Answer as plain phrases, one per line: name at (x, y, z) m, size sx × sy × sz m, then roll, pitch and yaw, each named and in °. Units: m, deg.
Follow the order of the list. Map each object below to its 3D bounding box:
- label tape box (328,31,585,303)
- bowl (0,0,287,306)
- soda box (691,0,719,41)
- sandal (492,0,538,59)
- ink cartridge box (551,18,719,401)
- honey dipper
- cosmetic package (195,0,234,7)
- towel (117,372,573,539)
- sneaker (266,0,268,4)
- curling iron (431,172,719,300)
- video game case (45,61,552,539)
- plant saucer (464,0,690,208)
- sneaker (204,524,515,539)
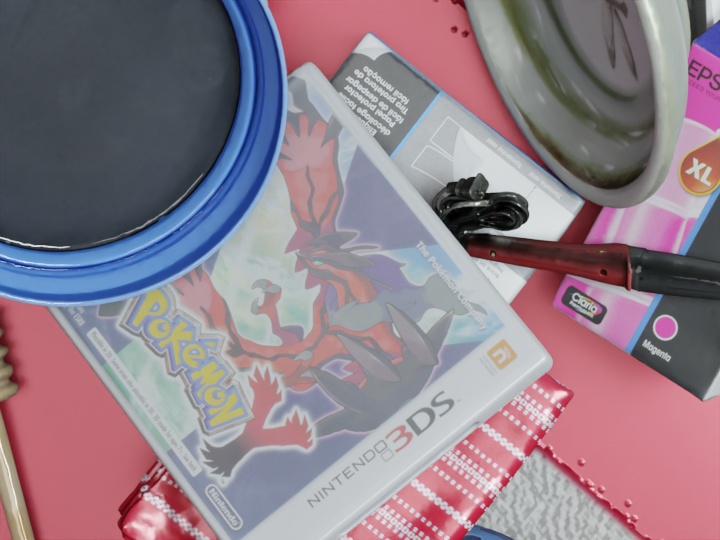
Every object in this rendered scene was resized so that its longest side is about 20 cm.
label tape box at (0.000, 0.000, 1.454) m, size 0.144 × 0.063 × 0.200 m, roll 38°, pitch 92°, yaw -1°
bowl at (-0.134, -0.081, 1.334) m, size 0.200 × 0.039 × 0.201 m, roll -7°, pitch 116°, yaw -16°
soda box at (0.205, -0.095, 1.448) m, size 0.063 × 0.068 × 0.201 m, roll -2°, pitch 93°, yaw 0°
sandal at (0.112, -0.205, 1.445) m, size 0.079 × 0.057 × 0.202 m, roll 7°, pitch 95°, yaw 4°
ink cartridge box at (0.183, -0.044, 1.398) m, size 0.095 × 0.037 × 0.201 m, roll 32°, pitch 103°, yaw 17°
honey dipper at (-0.184, 0.121, 1.476) m, size 0.038 × 0.038 × 0.201 m, roll -13°, pitch 97°, yaw 0°
cosmetic package at (-0.138, -0.204, 1.405) m, size 0.199 × 0.085 × 0.108 m, roll 10°, pitch 106°, yaw 13°
towel at (-0.009, 0.094, 1.403) m, size 0.144 × 0.022 × 0.200 m, roll 39°, pitch 87°, yaw 2°
sneaker at (-0.118, -0.077, 1.438) m, size 0.076 × 0.088 × 0.200 m, roll 39°, pitch 91°, yaw 0°
curling iron at (0.127, -0.006, 1.383) m, size 0.199 × 0.050 × 0.026 m, roll 15°, pitch 60°, yaw 13°
video game case at (-0.036, 0.026, 1.384) m, size 0.182 × 0.023 × 0.200 m, roll -39°, pitch 72°, yaw 0°
plant saucer at (0.112, -0.131, 1.371) m, size 0.050 × 0.200 × 0.201 m, roll -22°, pitch 93°, yaw -19°
sneaker at (0.001, 0.159, 1.452) m, size 0.199 × 0.082 × 0.074 m, roll 11°, pitch 90°, yaw -1°
